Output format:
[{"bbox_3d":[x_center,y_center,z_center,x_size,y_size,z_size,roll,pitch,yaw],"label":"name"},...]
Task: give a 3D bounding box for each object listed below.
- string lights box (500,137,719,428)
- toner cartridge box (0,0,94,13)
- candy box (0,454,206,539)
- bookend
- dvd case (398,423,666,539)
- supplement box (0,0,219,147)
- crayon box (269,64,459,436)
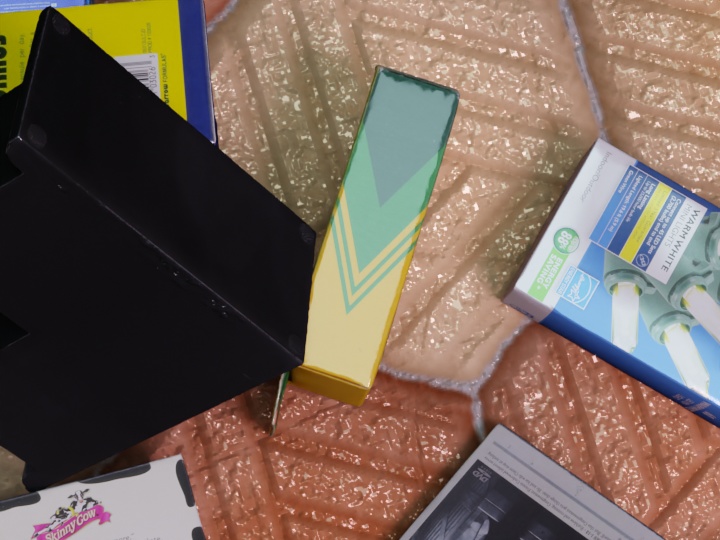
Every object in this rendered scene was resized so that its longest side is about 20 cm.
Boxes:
[{"bbox_3d":[0.193,0.021,1.161,0.200,0.059,0.103,30,80,1],"label":"string lights box"},{"bbox_3d":[-0.255,-0.157,1.173,0.199,0.043,0.095,-4,83,-3],"label":"toner cartridge box"},{"bbox_3d":[-0.134,0.213,1.083,0.136,0.061,0.201,-13,65,-10],"label":"candy box"},{"bbox_3d":[-0.162,-0.001,1.036,0.199,0.200,0.092,40,38,-33],"label":"bookend"},{"bbox_3d":[0.062,0.195,1.103,0.200,0.025,0.150,-48,45,-8],"label":"dvd case"},{"bbox_3d":[-0.178,-0.068,1.115,0.199,0.109,0.110,-5,54,-4],"label":"supplement box"},{"bbox_3d":[0.000,0.000,1.122,0.051,0.127,0.201,18,83,0],"label":"crayon box"}]
